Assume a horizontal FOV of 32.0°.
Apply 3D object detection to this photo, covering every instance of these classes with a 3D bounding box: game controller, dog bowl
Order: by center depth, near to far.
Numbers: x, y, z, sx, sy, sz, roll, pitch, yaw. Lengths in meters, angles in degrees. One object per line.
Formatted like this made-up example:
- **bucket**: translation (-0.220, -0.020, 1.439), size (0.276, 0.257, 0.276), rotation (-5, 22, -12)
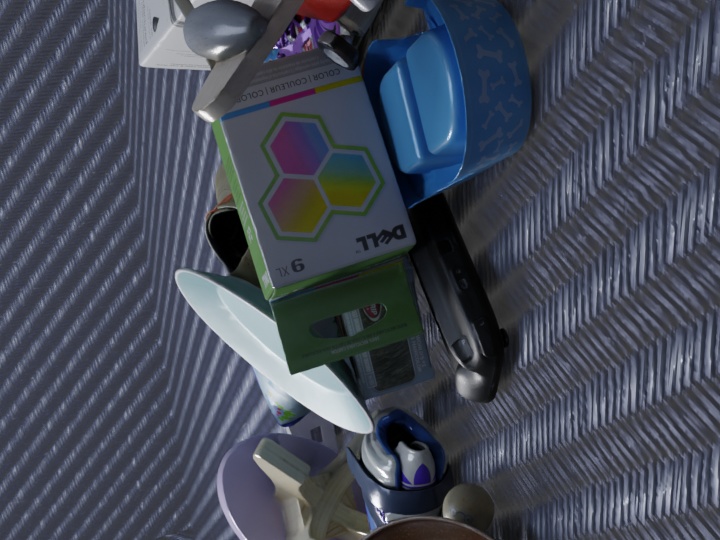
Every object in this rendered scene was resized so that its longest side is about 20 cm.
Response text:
- **dog bowl**: translation (0.053, -0.107, 0.792), size (0.200, 0.049, 0.113), rotation (152, 105, -76)
- **game controller**: translation (0.058, -0.005, 0.900), size (0.105, 0.041, 0.202), rotation (74, 176, -61)

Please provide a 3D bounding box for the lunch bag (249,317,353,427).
- **lunch bag**: translation (-0.063, 0.018, 1.184), size (0.202, 0.126, 0.171), rotation (61, 160, 20)

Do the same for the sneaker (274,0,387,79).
- **sneaker**: translation (-0.029, -0.176, 0.927), size (0.201, 0.082, 0.081), rotation (99, -168, -54)

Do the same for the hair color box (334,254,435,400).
- **hair color box**: translation (0.000, 0.000, 0.990), size (0.201, 0.060, 0.100), rotation (-114, 9, -59)

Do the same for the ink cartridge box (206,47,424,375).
- **ink cartridge box**: translation (-0.028, -0.042, 0.850), size (0.059, 0.102, 0.203), rotation (135, 118, -77)

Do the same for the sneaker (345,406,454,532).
- **sneaker**: translation (0.044, 0.210, 1.020), size (0.148, 0.079, 0.202), rotation (89, 168, -50)

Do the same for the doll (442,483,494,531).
- **doll**: translation (0.064, 0.257, 0.958), size (0.135, 0.048, 0.203), rotation (22, 104, 30)

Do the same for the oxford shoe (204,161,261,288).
- **oxford shoe**: translation (-0.095, -0.047, 1.050), size (0.071, 0.073, 0.201), rotation (-54, 35, 16)

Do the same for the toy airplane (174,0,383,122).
- **toy airplane**: translation (-0.028, -0.200, 0.722), size (0.200, 0.140, 0.201), rotation (-51, 10, 37)

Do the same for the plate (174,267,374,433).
- **plate**: translation (-0.063, 0.057, 0.990), size (0.199, 0.026, 0.201), rotation (35, 163, 12)

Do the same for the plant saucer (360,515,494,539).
- **plant saucer**: translation (0.065, 0.275, 0.909), size (0.198, 0.036, 0.204), rotation (2, 94, 31)

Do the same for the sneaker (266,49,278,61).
- **sneaker**: translation (-0.073, -0.171, 1.135), size (0.200, 0.088, 0.080), rotation (-144, 43, -67)

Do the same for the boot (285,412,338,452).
- **boot**: translation (-0.068, 0.138, 1.402), size (0.202, 0.073, 0.096), rotation (94, 152, -49)

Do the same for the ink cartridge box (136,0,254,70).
- **ink cartridge box**: translation (-0.110, -0.248, 0.937), size (0.200, 0.082, 0.150), rotation (160, 107, -66)

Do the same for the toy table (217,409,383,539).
- **toy table**: translation (-0.032, 0.223, 1.185), size (0.117, 0.198, 0.186), rotation (-33, 37, 64)
